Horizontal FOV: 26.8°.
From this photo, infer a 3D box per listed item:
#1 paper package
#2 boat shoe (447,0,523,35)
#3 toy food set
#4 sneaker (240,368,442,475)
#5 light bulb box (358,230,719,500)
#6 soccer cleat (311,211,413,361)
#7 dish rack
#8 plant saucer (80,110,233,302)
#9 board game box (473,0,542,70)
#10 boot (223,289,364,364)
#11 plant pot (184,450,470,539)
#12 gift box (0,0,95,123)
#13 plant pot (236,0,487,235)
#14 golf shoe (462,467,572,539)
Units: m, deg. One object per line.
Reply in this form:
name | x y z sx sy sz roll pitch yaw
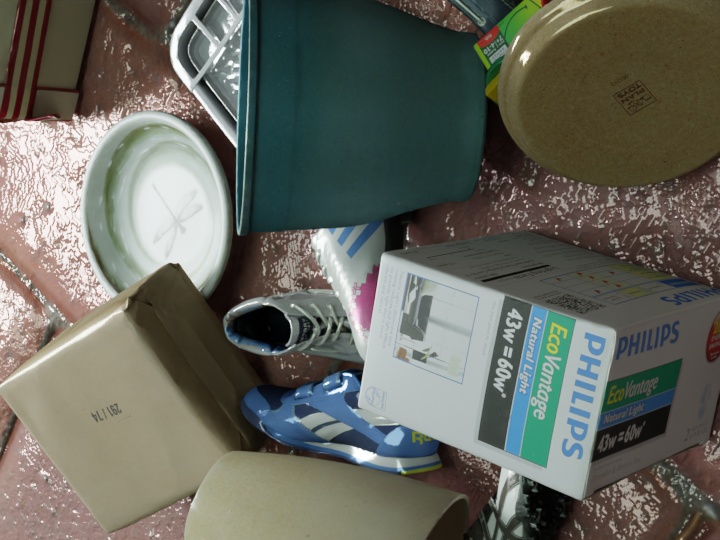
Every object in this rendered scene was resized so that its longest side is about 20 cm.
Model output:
paper package | -0.204 0.122 1.414 0.200 0.103 0.191 -29 100 35
boat shoe | 0.050 -0.249 1.232 0.200 0.075 0.062 33 97 21
toy food set | 0.193 -0.139 1.075 0.200 0.197 0.049 -44 31 37
sneaker | -0.014 0.119 1.323 0.199 0.074 0.083 10 102 28
light bulb box | 0.140 0.059 1.115 0.199 0.198 0.126 20 108 36
soccer cleat | 0.000 0.000 1.265 0.086 0.070 0.201 -14 55 23
dish rack | -0.073 -0.191 1.352 0.200 0.043 0.172 52 121 22
plant saucer | -0.185 -0.053 1.449 0.199 0.050 0.201 4 97 37
board game box | 0.188 -0.208 1.111 0.200 0.101 0.048 -41 72 33
boot | -0.024 0.053 1.306 0.199 0.095 0.074 -2 93 38
plant pot | -0.039 0.233 1.250 0.199 0.187 0.188 22 108 18
gift box | -0.378 -0.235 1.496 0.200 0.184 0.188 30 110 38
plant pot | -0.001 -0.126 1.192 0.187 0.200 0.201 1 98 -7
golf shoe | 0.119 0.204 1.224 0.094 0.078 0.201 4 96 37
